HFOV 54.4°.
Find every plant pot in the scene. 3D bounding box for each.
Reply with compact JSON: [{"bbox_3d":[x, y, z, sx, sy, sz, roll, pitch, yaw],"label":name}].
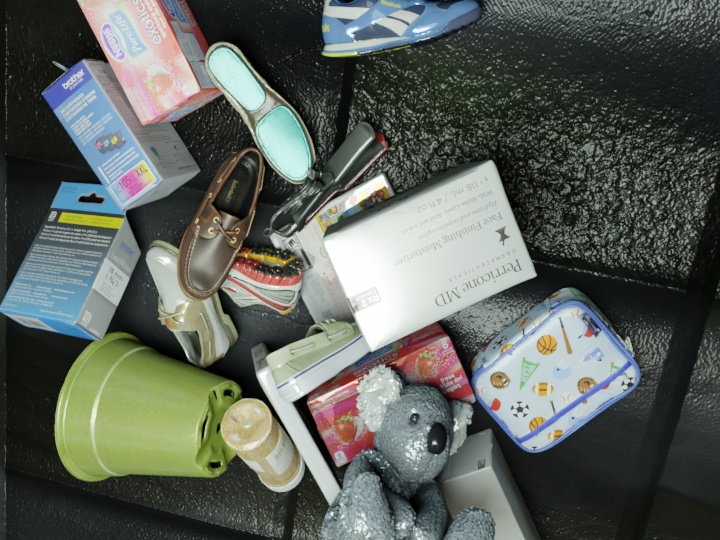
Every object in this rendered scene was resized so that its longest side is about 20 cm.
[{"bbox_3d":[-0.260,0.193,0.930,0.187,0.200,0.204,5,106,21],"label":"plant pot"}]

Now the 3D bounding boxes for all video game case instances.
[{"bbox_3d":[-0.084,0.199,0.920,0.023,0.182,0.202,-29,98,-8],"label":"video game case"},{"bbox_3d":[0.000,0.000,0.939,0.180,0.023,0.202,-26,97,16],"label":"video game case"}]

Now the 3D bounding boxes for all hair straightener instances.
[{"bbox_3d":[-0.057,-0.113,0.884,0.199,0.077,0.041,-40,60,13],"label":"hair straightener"}]

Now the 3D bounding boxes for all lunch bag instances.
[{"bbox_3d":[0.251,0.130,0.898,0.199,0.076,0.161,-40,96,19],"label":"lunch bag"}]

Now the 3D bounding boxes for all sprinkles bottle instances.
[{"bbox_3d":[-0.126,0.238,0.941,0.067,0.069,0.201,2,149,10],"label":"sprinkles bottle"}]

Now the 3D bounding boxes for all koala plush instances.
[{"bbox_3d":[0.050,0.220,0.795,0.175,0.184,0.203,21,65,-15],"label":"koala plush"}]

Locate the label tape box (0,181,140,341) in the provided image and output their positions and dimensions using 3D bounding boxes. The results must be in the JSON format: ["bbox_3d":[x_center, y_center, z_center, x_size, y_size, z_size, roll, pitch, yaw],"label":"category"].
[{"bbox_3d":[-0.382,-0.016,0.958,0.142,0.063,0.203,7,65,24],"label":"label tape box"}]

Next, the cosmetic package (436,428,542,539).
[{"bbox_3d":[0.180,0.333,0.947,0.089,0.107,0.202,-26,97,17],"label":"cosmetic package"}]

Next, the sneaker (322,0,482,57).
[{"bbox_3d":[0.044,-0.304,0.826,0.196,0.074,0.084,-6,101,11],"label":"sneaker"}]

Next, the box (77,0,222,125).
[{"bbox_3d":[-0.262,-0.295,0.872,0.093,0.103,0.202,-24,100,16],"label":"box"}]

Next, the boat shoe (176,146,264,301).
[{"bbox_3d":[-0.172,-0.062,0.871,0.070,0.070,0.203,22,71,-24],"label":"boat shoe"}]

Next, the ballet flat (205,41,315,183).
[{"bbox_3d":[-0.120,-0.203,0.891,0.067,0.062,0.201,-32,103,7],"label":"ballet flat"}]

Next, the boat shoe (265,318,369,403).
[{"bbox_3d":[-0.038,0.091,0.857,0.071,0.199,0.063,-28,91,34],"label":"boat shoe"}]

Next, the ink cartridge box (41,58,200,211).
[{"bbox_3d":[-0.305,-0.187,0.890,0.076,0.137,0.202,-29,97,13],"label":"ink cartridge box"}]

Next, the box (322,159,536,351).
[{"bbox_3d":[0.069,-0.025,0.805,0.196,0.200,0.132,-25,97,1],"label":"box"}]

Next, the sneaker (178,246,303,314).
[{"bbox_3d":[-0.172,0.010,0.945,0.197,0.078,0.083,16,126,19],"label":"sneaker"}]

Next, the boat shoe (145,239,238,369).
[{"bbox_3d":[-0.228,0.051,0.923,0.074,0.069,0.202,10,140,36],"label":"boat shoe"}]

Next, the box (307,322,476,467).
[{"bbox_3d":[0.036,0.155,0.907,0.197,0.100,0.097,-25,99,0],"label":"box"}]
